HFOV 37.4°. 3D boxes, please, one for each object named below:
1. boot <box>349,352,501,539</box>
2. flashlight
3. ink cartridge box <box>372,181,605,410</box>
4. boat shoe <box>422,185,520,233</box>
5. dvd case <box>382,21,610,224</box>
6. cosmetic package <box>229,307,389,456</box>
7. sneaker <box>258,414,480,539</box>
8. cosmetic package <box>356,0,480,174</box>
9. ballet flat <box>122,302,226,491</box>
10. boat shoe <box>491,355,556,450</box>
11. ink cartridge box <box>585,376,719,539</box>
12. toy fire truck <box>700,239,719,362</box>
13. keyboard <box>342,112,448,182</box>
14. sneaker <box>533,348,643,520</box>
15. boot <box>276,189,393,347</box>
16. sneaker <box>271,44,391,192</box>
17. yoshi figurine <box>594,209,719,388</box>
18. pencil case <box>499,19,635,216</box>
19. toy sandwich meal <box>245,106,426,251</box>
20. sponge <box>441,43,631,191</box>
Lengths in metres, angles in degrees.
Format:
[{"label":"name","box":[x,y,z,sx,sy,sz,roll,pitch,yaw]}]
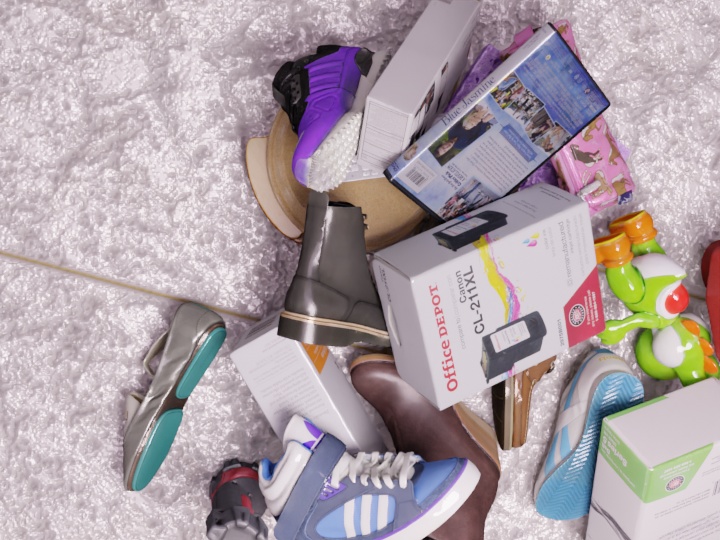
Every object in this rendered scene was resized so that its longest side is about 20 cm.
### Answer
[{"label":"boot","box":[0.061,0.189,1.085,0.199,0.167,0.072,33,132,-15]},{"label":"flashlight","box":[-0.115,0.242,1.042,0.067,0.200,0.069,-14,98,-8]},{"label":"ink cartridge box","box":[0.127,0.023,1.031,0.198,0.083,0.147,-23,117,-18]},{"label":"boat shoe","box":[0.108,-0.063,1.111,0.071,0.068,0.202,30,97,0]},{"label":"dvd case","box":[0.131,-0.125,0.999,0.200,0.018,0.142,-41,143,13]},{"label":"cosmetic package","box":[-0.047,0.141,1.088,0.071,0.102,0.202,-28,99,10]},{"label":"sneaker","box":[-0.005,0.187,0.993,0.199,0.081,0.147,-33,97,24]},{"label":"cosmetic package","box":[0.059,-0.184,1.035,0.050,0.083,0.201,23,50,8]},{"label":"ballet flat","box":[-0.206,0.127,1.097,0.063,0.067,0.202,27,89,18]},{"label":"boat shoe","box":[0.178,0.092,1.138,0.067,0.072,0.203,0,95,-7]},{"label":"ink cartridge box","box":[0.321,0.230,1.109,0.144,0.084,0.202,-16,128,-20]},{"label":"toy fire truck","box":[0.439,0.056,1.120,0.198,0.112,0.170,17,77,-30]},{"label":"keyboard","box":[0.057,-0.125,1.062,0.197,0.011,0.057,-8,84,-6]},{"label":"sneaker","box":[0.244,0.182,1.158,0.076,0.081,0.202,18,111,-11]},{"label":"boot","box":[0.000,0.000,1.045,0.077,0.199,0.140,12,94,24]},{"label":"sneaker","box":[-0.043,-0.150,1.000,0.098,0.201,0.070,18,133,8]},{"label":"yoshi figurine","box":[0.308,0.044,1.144,0.112,0.112,0.202,-29,96,15]},{"label":"pencil case","box":[0.210,-0.154,1.086,0.082,0.086,0.202,-24,95,-8]},{"label":"toy sandwich meal","box":[-0.015,-0.106,1.100,0.202,0.070,0.208,1,85,-13]},{"label":"sponge","box":[0.184,-0.137,1.142,0.199,0.030,0.112,34,89,-9]}]
